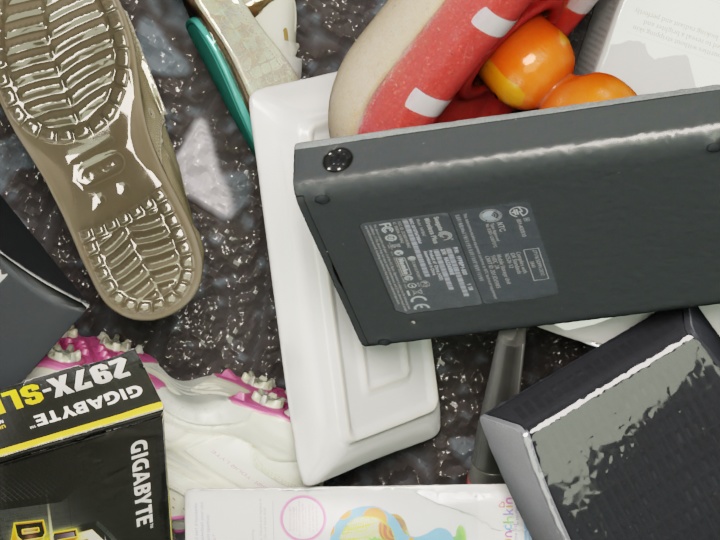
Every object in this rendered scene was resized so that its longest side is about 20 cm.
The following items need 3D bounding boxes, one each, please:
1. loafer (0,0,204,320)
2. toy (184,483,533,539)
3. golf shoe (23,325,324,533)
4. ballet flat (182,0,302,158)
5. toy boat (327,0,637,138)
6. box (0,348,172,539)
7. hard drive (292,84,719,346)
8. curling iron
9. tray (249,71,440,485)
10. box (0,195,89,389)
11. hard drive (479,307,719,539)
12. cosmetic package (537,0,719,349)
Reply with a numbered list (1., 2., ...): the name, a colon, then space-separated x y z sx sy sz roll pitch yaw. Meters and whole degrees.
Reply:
1. loafer: -0.133 -0.067 1.327 0.076 0.068 0.200 -18 84 0
2. toy: 0.013 0.166 1.342 0.200 0.047 0.115 -1 88 2
3. golf shoe: -0.111 0.086 1.350 0.200 0.075 0.092 16 103 -4
4. ballet flat: -0.066 -0.142 1.316 0.062 0.067 0.200 -30 100 -4
5. toy boat: 0.081 -0.094 1.252 0.131 0.130 0.200 47 120 12
6. box: -0.172 0.142 1.294 0.160 0.049 0.200 -15 136 -16
7. hard drive: 0.083 -0.022 1.235 0.200 0.033 0.140 -7 145 12
8. curling iron: 0.076 0.106 1.353 0.050 0.026 0.200 -2 121 0
9. tray: 0.000 0.000 1.330 0.022 0.107 0.200 2 104 42
10. box: -0.250 0.038 1.297 0.200 0.141 0.079 -48 139 6
11. hard drive: 0.160 0.129 1.300 0.135 0.042 0.200 -30 100 -3
12. cosmetic package: 0.153 -0.057 1.332 0.113 0.081 0.200 20 100 -5
